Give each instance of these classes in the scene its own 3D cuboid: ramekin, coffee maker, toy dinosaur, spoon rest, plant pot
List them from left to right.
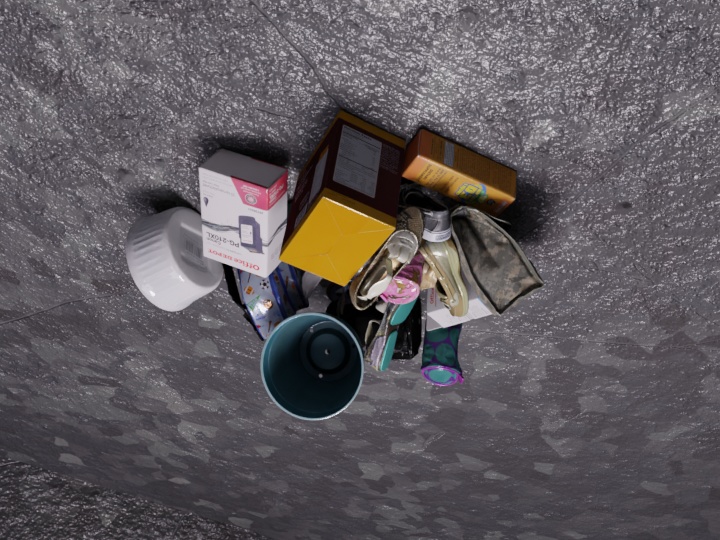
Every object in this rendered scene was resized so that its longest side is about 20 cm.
[{"bbox_3d":[-0.364,-0.029,1.549,0.097,0.202,0.201,-21,134,24],"label":"ramekin"},{"bbox_3d":[-0.079,0.172,1.529,0.197,0.203,0.188,5,-175,7],"label":"plant pot"},{"bbox_3d":[-0.060,-0.029,1.515,0.060,0.100,0.202,27,113,-3],"label":"spoon rest"},{"bbox_3d":[0.000,0.000,1.541,0.180,0.203,0.104,-16,157,41],"label":"toy dinosaur"},{"bbox_3d":[0.024,0.122,1.669,0.197,0.137,0.192,0,170,14],"label":"coffee maker"},{"bbox_3d":[0.143,-0.001,1.527,0.199,0.102,0.058,39,-178,12],"label":"toy dinosaur"}]

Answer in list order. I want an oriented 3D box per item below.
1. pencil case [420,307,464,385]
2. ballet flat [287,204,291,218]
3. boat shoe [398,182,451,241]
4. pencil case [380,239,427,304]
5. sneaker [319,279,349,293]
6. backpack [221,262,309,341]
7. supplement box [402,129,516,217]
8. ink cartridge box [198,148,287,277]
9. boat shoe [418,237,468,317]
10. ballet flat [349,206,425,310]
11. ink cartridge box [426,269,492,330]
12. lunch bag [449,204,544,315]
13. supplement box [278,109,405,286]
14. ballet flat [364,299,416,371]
[{"bbox_3d":[0.179,0.141,1.630,0.091,0.202,0.086,11,144,0],"label":"pencil case"},{"bbox_3d":[-0.165,-0.093,1.529,0.197,0.069,0.068,3,154,27],"label":"ballet flat"},{"bbox_3d":[0.086,-0.120,1.363,0.073,0.199,0.069,-19,126,-23],"label":"boat shoe"},{"bbox_3d":[0.080,-0.038,1.420,0.082,0.202,0.087,14,145,-5],"label":"pencil case"},{"bbox_3d":[-0.015,-0.004,1.597,0.198,0.075,0.080,-15,131,30],"label":"sneaker"},{"bbox_3d":[-0.185,0.038,1.593,0.152,0.192,0.201,-17,138,11],"label":"backpack"},{"bbox_3d":[0.173,-0.167,1.341,0.198,0.070,0.067,19,144,-17],"label":"supplement box"},{"bbox_3d":[-0.217,-0.104,1.437,0.143,0.085,0.202,18,130,15],"label":"ink cartridge box"},{"bbox_3d":[0.151,0.016,1.405,0.062,0.074,0.202,-23,138,-4],"label":"boat shoe"},{"bbox_3d":[0.049,-0.011,1.300,0.067,0.076,0.201,30,110,-17],"label":"ballet flat"},{"bbox_3d":[0.200,0.039,1.559,0.198,0.117,0.067,-20,140,33],"label":"ink cartridge box"},{"bbox_3d":[0.230,-0.029,1.384,0.117,0.201,0.164,-34,172,4],"label":"lunch bag"},{"bbox_3d":[-0.031,-0.122,1.336,0.131,0.202,0.197,22,142,-17],"label":"supplement box"},{"bbox_3d":[0.052,0.100,1.525,0.071,0.072,0.203,18,106,-11],"label":"ballet flat"}]
